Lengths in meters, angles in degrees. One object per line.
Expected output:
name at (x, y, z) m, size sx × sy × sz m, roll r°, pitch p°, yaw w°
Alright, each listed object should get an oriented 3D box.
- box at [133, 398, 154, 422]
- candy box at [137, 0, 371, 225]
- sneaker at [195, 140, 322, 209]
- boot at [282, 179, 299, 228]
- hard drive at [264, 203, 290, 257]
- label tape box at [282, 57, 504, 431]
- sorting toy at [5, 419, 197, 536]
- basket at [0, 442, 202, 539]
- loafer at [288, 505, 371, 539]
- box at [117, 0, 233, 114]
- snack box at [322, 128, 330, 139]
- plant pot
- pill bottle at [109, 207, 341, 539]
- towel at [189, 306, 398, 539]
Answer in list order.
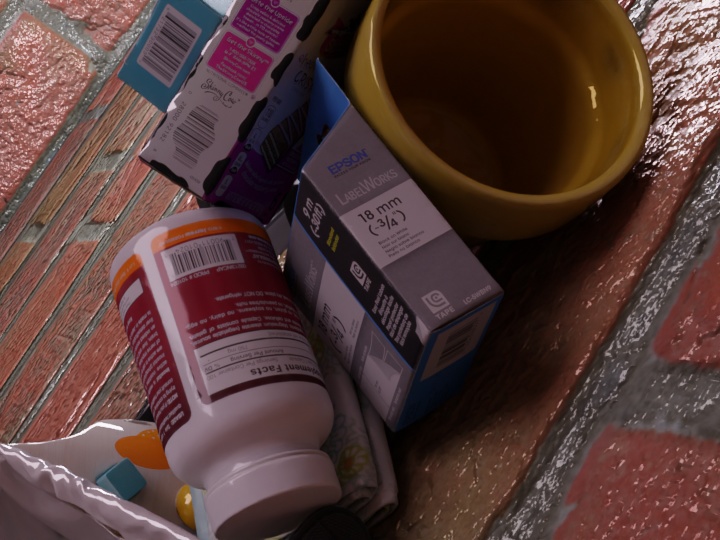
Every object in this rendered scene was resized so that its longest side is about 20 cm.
box at (-0.135, 0.078, 1.316) m, size 0.160 × 0.043 × 0.200 m, roll -53°, pitch 5°, yaw 7°
candy box at (-0.054, -0.136, 1.021) m, size 0.200 × 0.061 × 0.136 m, roll -59°, pitch -15°, yaw 3°
sneaker at (-0.069, -0.106, 1.243) m, size 0.200 × 0.076 × 0.091 m, roll -48°, pitch -10°, yaw -21°
boot at (0.000, 0.000, 1.156) m, size 0.070 × 0.201 × 0.146 m, roll -11°, pitch 3°, yaw 24°
hard drive at (-0.105, -0.007, 1.263) m, size 0.132 × 0.027 × 0.200 m, roll -46°, pitch 9°, yaw -34°
label tape box at (-0.003, -0.014, 0.968) m, size 0.063 × 0.200 × 0.144 m, roll -29°, pitch -22°, yaw -23°
sorting toy at (-0.220, 0.207, 1.103) m, size 0.107 × 0.180 × 0.201 m, roll 7°, pitch 84°, yaw 56°
basket at (-0.182, 0.247, 0.944) m, size 0.198 × 0.161 × 0.200 m, roll 19°, pitch 71°, yaw 30°
loafer at (-0.049, 0.237, 0.910) m, size 0.063 × 0.072 × 0.200 m, roll -35°, pitch 29°, yaw 49°
box at (-0.089, -0.165, 1.078) m, size 0.082 × 0.049 × 0.200 m, roll -57°, pitch -13°, yaw 22°
snack box at (0.049, -0.156, 1.181) m, size 0.142 × 0.200 × 0.053 m, roll -45°, pitch 64°, yaw 23°
plant pot at (0.072, -0.100, 1.041) m, size 0.201 × 0.200 × 0.189 m, roll -64°, pitch 7°, yaw -27°
pill bottle at (-0.085, 0.069, 0.973) m, size 0.113 × 0.113 × 0.200 m, roll -39°, pitch 60°, yaw 34°
towel at (-0.055, 0.119, 1.055) m, size 0.171 × 0.048 × 0.200 m, roll -40°, pitch 47°, yaw 29°
